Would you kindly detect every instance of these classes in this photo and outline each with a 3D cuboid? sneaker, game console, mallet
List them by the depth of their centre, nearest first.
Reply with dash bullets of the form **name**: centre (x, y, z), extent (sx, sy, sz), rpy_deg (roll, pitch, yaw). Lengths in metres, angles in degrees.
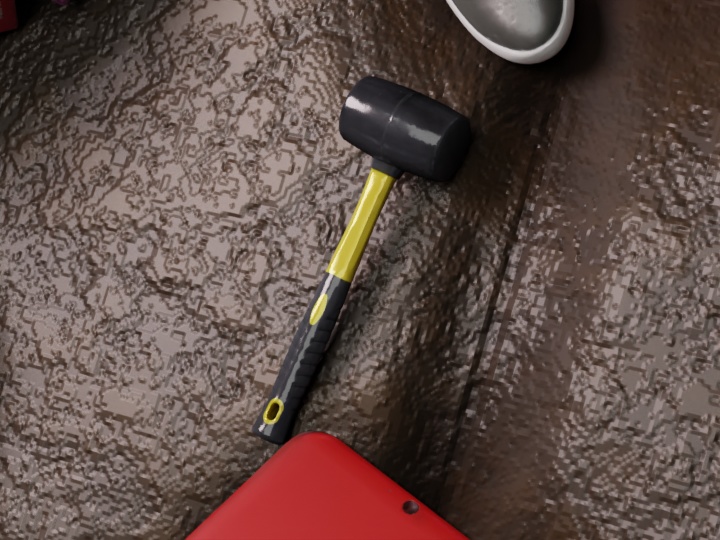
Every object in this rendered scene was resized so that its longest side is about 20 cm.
- **game console**: centre (-0.012, 0.212, 1.002), extent (0.200, 0.119, 0.173), rpy_deg (35, 123, 28)
- **sneaker**: centre (0.049, -0.203, 1.038), extent (0.071, 0.099, 0.200), rpy_deg (-24, 69, 14)
- **mallet**: centre (0.000, 0.000, 1.045), extent (0.066, 0.041, 0.201), rpy_deg (17, 88, 24)

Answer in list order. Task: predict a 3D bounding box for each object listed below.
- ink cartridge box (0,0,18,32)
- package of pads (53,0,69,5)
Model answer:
- **ink cartridge box**: centre (-0.304, -0.179, 1.119), extent (0.199, 0.146, 0.083), rpy_deg (-17, 67, -12)
- **package of pads**: centre (-0.164, -0.267, 1.163), extent (0.120, 0.076, 0.200), rpy_deg (-25, 68, 13)
